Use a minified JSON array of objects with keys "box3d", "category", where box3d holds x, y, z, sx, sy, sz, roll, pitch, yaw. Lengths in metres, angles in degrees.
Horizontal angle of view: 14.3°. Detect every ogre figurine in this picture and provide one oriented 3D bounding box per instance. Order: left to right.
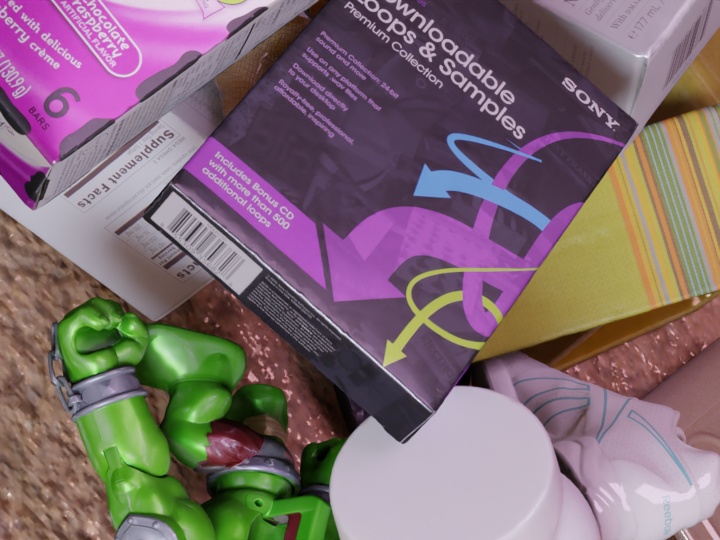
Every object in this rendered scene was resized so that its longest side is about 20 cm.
[{"box3d":[-0.059,0.097,1.223,0.200,0.098,0.120,64,17,-56],"category":"ogre figurine"}]

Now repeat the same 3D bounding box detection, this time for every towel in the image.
[{"box3d":[0.102,-0.014,1.371,0.018,0.199,0.086,88,-15,-84],"category":"towel"}]

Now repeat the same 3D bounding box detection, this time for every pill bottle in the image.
[{"box3d":[0.053,0.149,1.227,0.200,0.116,0.117,74,18,-45],"category":"pill bottle"}]

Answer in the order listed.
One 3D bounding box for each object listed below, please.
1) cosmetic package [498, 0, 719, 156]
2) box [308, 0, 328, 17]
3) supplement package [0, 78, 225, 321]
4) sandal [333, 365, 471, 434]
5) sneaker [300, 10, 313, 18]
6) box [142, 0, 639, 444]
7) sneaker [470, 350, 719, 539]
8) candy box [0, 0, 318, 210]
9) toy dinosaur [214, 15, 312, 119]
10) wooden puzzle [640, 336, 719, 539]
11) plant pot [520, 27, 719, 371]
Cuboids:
[{"box3d":[0.073,-0.157,1.380,0.199,0.081,0.113,29,58,14],"category":"cosmetic package"},{"box3d":[0.012,-0.103,1.486,0.070,0.064,0.201,10,55,-44],"category":"box"},{"box3d":[-0.123,-0.092,1.290,0.200,0.109,0.114,38,40,-22],"category":"supplement package"},{"box3d":[0.000,0.000,1.398,0.075,0.045,0.201,-16,89,-31],"category":"sandal"},{"box3d":[-0.072,-0.150,1.424,0.200,0.077,0.091,45,34,-16],"category":"sneaker"},{"box3d":[0.018,-0.043,1.210,0.143,0.036,0.200,40,50,-4],"category":"box"},{"box3d":[0.107,0.086,1.356,0.080,0.200,0.071,-11,112,-15],"category":"sneaker"},{"box3d":[-0.097,-0.139,1.172,0.200,0.061,0.137,-39,86,-23],"category":"candy box"},{"box3d":[-0.042,-0.101,1.266,0.101,0.058,0.201,10,60,-27],"category":"toy dinosaur"},{"box3d":[0.222,0.142,1.553,0.200,0.046,0.185,53,36,4],"category":"wooden puzzle"},{"box3d":[0.144,-0.090,1.528,0.194,0.195,0.200,-19,71,-52],"category":"plant pot"}]
